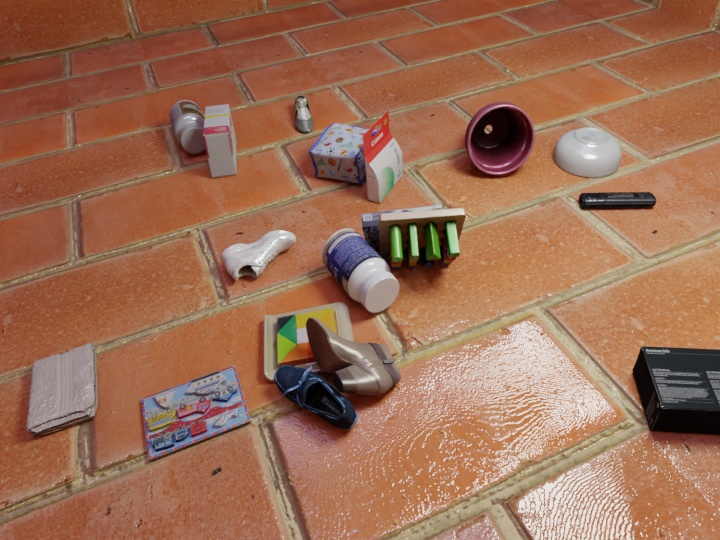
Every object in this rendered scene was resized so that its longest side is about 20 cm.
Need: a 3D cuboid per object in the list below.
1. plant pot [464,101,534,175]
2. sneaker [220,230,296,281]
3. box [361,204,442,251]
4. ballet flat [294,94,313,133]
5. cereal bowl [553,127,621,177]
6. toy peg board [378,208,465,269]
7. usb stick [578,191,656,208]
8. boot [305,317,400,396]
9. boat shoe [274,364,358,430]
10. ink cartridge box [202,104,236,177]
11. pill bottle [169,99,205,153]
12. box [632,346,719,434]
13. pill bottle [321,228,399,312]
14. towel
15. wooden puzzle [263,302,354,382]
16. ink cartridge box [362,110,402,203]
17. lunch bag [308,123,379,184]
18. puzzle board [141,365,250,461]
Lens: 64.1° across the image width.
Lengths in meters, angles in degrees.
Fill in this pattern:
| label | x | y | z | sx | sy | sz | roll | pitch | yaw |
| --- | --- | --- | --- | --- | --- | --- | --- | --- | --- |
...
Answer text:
| label | x | y | z | sx | sy | sz | roll | pitch | yaw |
| --- | --- | --- | --- | --- | --- | --- | --- | --- | --- |
| plant pot | 0.402 | -0.408 | 1.716 | 0.194 | 0.205 | 0.180 | -3 | 26 | 2 |
| sneaker | -0.246 | -0.033 | 1.444 | 0.196 | 0.076 | 0.101 | -23 | 63 | -19 |
| box | 0.105 | -0.100 | 1.410 | 0.194 | 0.138 | 0.041 | -6 | 65 | 6 |
| ballet flat | -0.205 | -0.554 | 2.014 | 0.065 | 0.065 | 0.202 | -10 | 42 | -6 |
| cereal bowl | 0.681 | -0.366 | 1.712 | 0.194 | 0.085 | 0.203 | -2 | 42 | 1 |
| toy peg board | 0.143 | -0.049 | 1.351 | 0.194 | 0.200 | 0.100 | -3 | 67 | 1 |
| usb stick | 0.692 | -0.191 | 1.553 | 0.194 | 0.033 | 0.056 | -1 | 34 | 5 |
| boot | -0.011 | 0.169 | 1.162 | 0.143 | 0.071 | 0.202 | -5 | 51 | -35 |
| boat shoe | -0.089 | 0.229 | 1.106 | 0.196 | 0.069 | 0.086 | 19 | 70 | 26 |
| ink cartridge box | -0.441 | -0.412 | 1.813 | 0.081 | 0.148 | 0.202 | -8 | 41 | -6 |
| pill bottle | -0.571 | -0.479 | 1.924 | 0.112 | 0.116 | 0.201 | -17 | 43 | -14 |
| box | 0.628 | 0.221 | 1.061 | 0.194 | 0.080 | 0.143 | 2 | 45 | 8 |
| pill bottle | 0.000 | 0.000 | 1.335 | 0.114 | 0.118 | 0.200 | -23 | 44 | -20 |
| towel | -0.612 | 0.240 | 1.183 | 0.129 | 0.035 | 0.201 | -17 | 43 | -15 |
| wooden puzzle | -0.113 | 0.145 | 1.242 | 0.194 | 0.038 | 0.187 | -7 | 41 | -4 |
| ink cartridge box | 0.067 | -0.321 | 1.624 | 0.049 | 0.204 | 0.162 | 17 | 45 | 23 |
| lunch bag | -0.037 | -0.367 | 1.747 | 0.166 | 0.126 | 0.203 | 12 | 51 | 19 |
| puzzle board | -0.328 | 0.273 | 1.134 | 0.195 | 0.018 | 0.152 | -17 | 43 | -15 |
